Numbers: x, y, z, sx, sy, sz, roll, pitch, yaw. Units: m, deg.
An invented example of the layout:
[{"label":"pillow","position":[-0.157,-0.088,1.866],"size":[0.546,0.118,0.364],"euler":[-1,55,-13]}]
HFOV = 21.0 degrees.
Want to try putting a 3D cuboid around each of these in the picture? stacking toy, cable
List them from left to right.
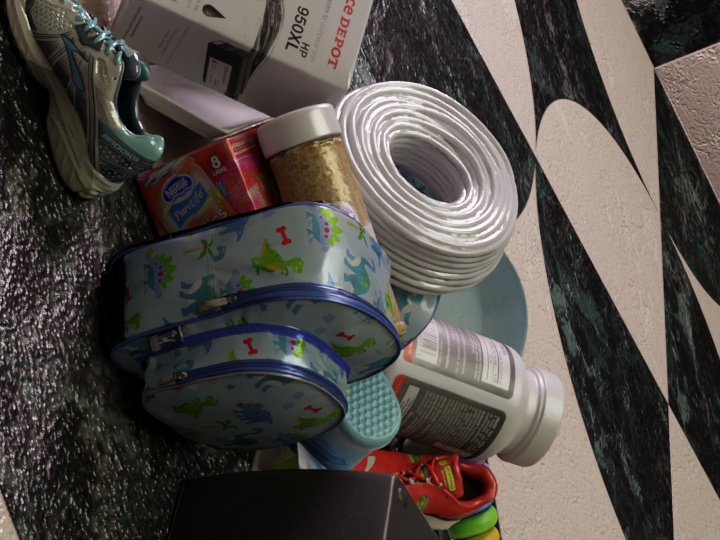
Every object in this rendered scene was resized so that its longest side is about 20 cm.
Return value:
[{"label":"cable","position":[0.049,-0.074,1.698],"size":[0.199,0.069,0.201],"euler":[-4,56,-40]},{"label":"stacking toy","position":[0.105,0.255,1.940],"size":[0.085,0.085,0.202],"euler":[-32,109,-69]}]

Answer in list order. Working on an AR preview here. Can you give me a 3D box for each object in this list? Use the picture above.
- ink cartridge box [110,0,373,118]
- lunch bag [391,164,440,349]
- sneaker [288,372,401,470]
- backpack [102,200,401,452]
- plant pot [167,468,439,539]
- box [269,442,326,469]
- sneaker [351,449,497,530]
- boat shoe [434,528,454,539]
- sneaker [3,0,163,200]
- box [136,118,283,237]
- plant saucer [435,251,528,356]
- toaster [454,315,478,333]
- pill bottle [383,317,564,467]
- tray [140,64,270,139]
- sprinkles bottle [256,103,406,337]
[{"label":"ink cartridge box","position":[-0.095,-0.228,1.653],"size":[0.198,0.084,0.146],"euler":[23,59,-14]},{"label":"lunch bag","position":[0.000,0.000,1.775],"size":[0.082,0.161,0.201],"euler":[29,42,-26]},{"label":"sneaker","position":[-0.045,0.084,1.673],"size":[0.079,0.131,0.202],"euler":[-13,68,-27]},{"label":"backpack","position":[-0.072,0.048,1.485],"size":[0.183,0.198,0.148],"euler":[41,35,-54]},{"label":"plant pot","position":[-0.026,0.265,1.441],"size":[0.201,0.176,0.200],"euler":[60,23,-29]},{"label":"box","position":[-0.020,0.244,1.655],"size":[0.200,0.047,0.123],"euler":[47,30,-47]},{"label":"sneaker","position":[0.052,0.193,1.804],"size":[0.199,0.085,0.078],"euler":[10,62,-48]},{"label":"boat shoe","position":[0.103,0.324,1.865],"size":[0.073,0.068,0.201],"euler":[24,49,-62]},{"label":"sneaker","position":[-0.206,-0.162,1.494],"size":[0.202,0.086,0.078],"euler":[70,20,-1]},{"label":"box","position":[-0.099,-0.067,1.665],"size":[0.101,0.095,0.200],"euler":[67,21,-4]},{"label":"plant saucer","position":[0.067,0.048,1.918],"size":[0.203,0.199,0.039],"euler":[68,-16,-6]},{"label":"toaster","position":[0.095,0.048,2.034],"size":[0.200,0.113,0.131],"euler":[33,44,-59]},{"label":"pill bottle","position":[0.086,0.113,1.837],"size":[0.198,0.116,0.117],"euler":[21,44,-23]},{"label":"tray","position":[-0.129,-0.152,1.715],"size":[0.107,0.022,0.200],"euler":[30,19,9]},{"label":"sprinkles bottle","position":[-0.023,-0.033,1.594],"size":[0.068,0.068,0.202],"euler":[-14,85,-69]}]
